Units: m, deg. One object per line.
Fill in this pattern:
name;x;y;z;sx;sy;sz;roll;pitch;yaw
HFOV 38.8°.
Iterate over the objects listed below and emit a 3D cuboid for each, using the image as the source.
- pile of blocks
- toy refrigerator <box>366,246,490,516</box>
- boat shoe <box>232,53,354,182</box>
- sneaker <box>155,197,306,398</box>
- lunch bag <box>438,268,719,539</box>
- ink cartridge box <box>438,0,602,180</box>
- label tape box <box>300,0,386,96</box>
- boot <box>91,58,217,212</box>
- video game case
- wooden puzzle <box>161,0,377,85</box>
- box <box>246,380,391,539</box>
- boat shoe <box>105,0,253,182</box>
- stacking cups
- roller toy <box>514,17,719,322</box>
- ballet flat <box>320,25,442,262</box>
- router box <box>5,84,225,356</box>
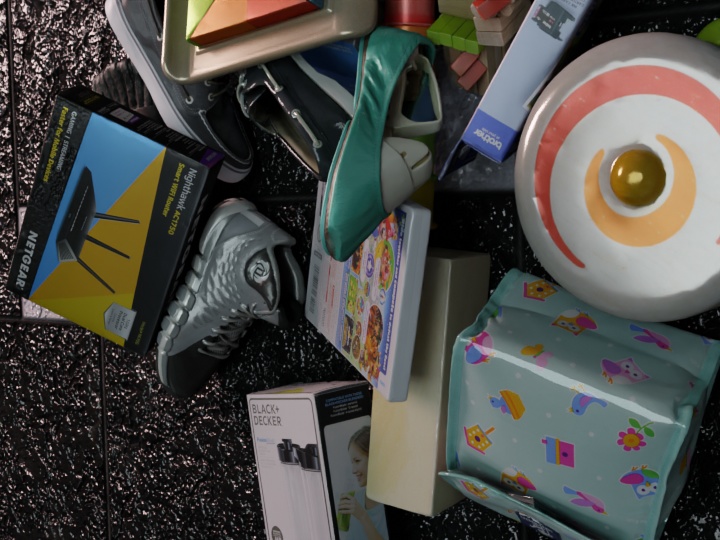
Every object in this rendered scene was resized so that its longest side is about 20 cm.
pile of blocks;0.086;-0.200;0.736;0.082;0.062;0.201;35;148;10
toy refrigerator;0.053;0.085;0.828;0.069;0.076;0.203;8;99;31
boat shoe;-0.067;-0.143;0.834;0.200;0.060;0.076;40;158;38
sneaker;-0.112;0.046;0.929;0.115;0.075;0.202;29;108;28
lunch bag;0.150;0.126;0.739;0.169;0.122;0.202;21;129;22
ink cartridge box;0.128;-0.151;0.735;0.042;0.119;0.201;33;110;7
label tape box;-0.036;-0.235;0.867;0.143;0.063;0.203;21;104;30
boot;-0.242;-0.106;0.995;0.209;0.079;0.160;-20;90;21
video game case;0.000;0.000;0.817;0.200;0.018;0.145;-142;57;-64
wooden puzzle;-0.078;-0.256;0.811;0.198;0.037;0.188;-6;76;31
box;-0.033;0.199;0.880;0.116;0.060;0.203;-8;89;54
boat shoe;-0.147;-0.176;0.913;0.066;0.070;0.202;-26;99;32
stacking cups;0.042;-0.135;0.824;0.060;0.060;0.203;10;101;31
roller toy;0.202;-0.059;0.684;0.180;0.139;0.203;-10;89;33
ballet flat;0.021;-0.097;0.729;0.069;0.068;0.202;2;59;15
router box;-0.223;-0.043;0.921;0.148;0.051;0.202;24;115;2
